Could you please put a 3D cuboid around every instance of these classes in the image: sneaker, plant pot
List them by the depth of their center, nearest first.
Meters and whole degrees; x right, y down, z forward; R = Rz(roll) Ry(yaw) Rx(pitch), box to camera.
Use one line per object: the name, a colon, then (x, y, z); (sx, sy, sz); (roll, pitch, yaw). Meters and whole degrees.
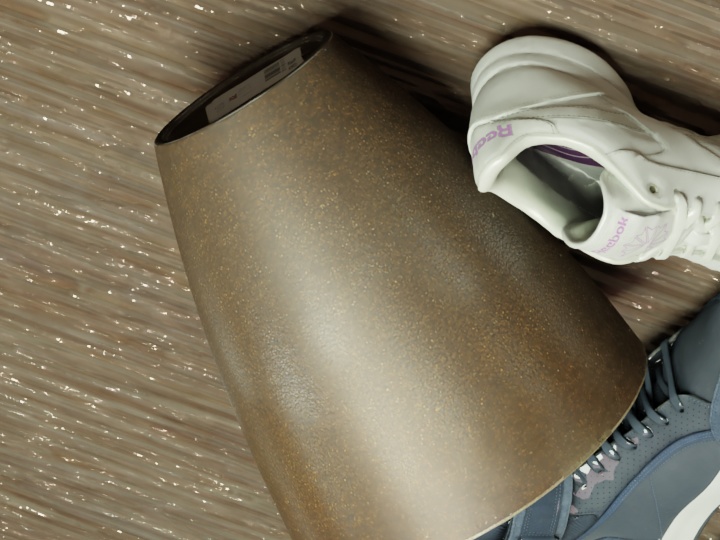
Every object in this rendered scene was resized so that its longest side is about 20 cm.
sneaker: (0.134, -0.025, 0.813); (0.200, 0.100, 0.075); (22, 130, -6)
plant pot: (0.000, 0.000, 0.839); (0.187, 0.187, 0.200); (-23, 108, 31)
sneaker: (0.111, 0.076, 0.907); (0.146, 0.077, 0.203); (10, 134, -10)
